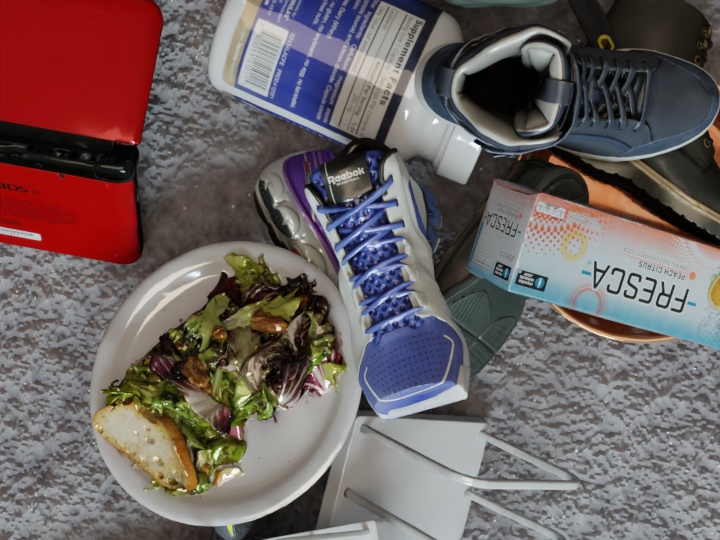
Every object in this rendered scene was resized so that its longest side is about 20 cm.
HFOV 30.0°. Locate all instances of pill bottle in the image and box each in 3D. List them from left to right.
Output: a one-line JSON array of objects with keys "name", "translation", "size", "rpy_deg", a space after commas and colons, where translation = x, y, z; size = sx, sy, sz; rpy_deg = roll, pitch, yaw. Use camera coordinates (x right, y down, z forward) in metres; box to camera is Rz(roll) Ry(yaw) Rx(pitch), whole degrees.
[{"name": "pill bottle", "translation": [0.003, -0.144, 0.945], "size": [0.198, 0.116, 0.117], "rpy_deg": [25, 96, 1]}]

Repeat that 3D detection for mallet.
[{"name": "mallet", "translation": [0.145, -0.229, 0.935], "size": [0.066, 0.041, 0.201], "rpy_deg": [-31, 69, 5]}]

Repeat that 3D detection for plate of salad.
[{"name": "plate of salad", "translation": [-0.096, 0.071, 0.912], "size": [0.198, 0.048, 0.202], "rpy_deg": [-5, 68, 14]}]

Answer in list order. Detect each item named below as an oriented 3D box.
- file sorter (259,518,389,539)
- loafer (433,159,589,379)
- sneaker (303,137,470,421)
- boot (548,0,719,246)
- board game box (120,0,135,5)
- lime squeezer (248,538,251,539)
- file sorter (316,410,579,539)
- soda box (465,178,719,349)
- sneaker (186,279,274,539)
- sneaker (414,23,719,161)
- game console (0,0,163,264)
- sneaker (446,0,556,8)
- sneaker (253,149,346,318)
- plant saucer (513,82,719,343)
[{"name": "file sorter", "translation": [-0.086, 0.247, 0.866], "size": [0.199, 0.124, 0.140], "rpy_deg": [-18, 74, 37]}, {"name": "loafer", "translation": [0.080, 0.007, 0.939], "size": [0.200, 0.063, 0.072], "rpy_deg": [-50, 127, -5]}, {"name": "sneaker", "translation": [0.007, -0.010, 0.862], "size": [0.080, 0.115, 0.201], "rpy_deg": [-20, 49, 15]}, {"name": "boot", "translation": [0.233, -0.106, 0.927], "size": [0.199, 0.077, 0.139], "rpy_deg": [31, 91, -1]}, {"name": "board game box", "translation": [-0.218, -0.248, 0.977], "size": [0.199, 0.039, 0.159], "rpy_deg": [-35, 91, 20]}, {"name": "lime squeezer", "translation": [-0.046, 0.118, 1.010], "size": [0.071, 0.038, 0.200], "rpy_deg": [42, 95, -1]}, {"name": "file sorter", "translation": [0.054, 0.215, 0.934], "size": [0.124, 0.138, 0.202], "rpy_deg": [19, 98, 46]}, {"name": "soda box", "translation": [0.175, -0.001, 0.903], "size": [0.198, 0.064, 0.069], "rpy_deg": [15, 96, -24]}, {"name": "sneaker", "translation": [-0.110, 0.102, 0.980], "size": [0.080, 0.074, 0.202], "rpy_deg": [-26, 63, 26]}, {"name": "sneaker", "translation": [0.140, -0.106, 0.824], "size": [0.200, 0.146, 0.078], "rpy_deg": [3, 96, -5]}, {"name": "game console", "translation": [-0.248, -0.112, 0.985], "size": [0.198, 0.173, 0.120], "rpy_deg": [10, 54, 3]}, {"name": "sneaker", "translation": [0.055, -0.216, 0.937], "size": [0.199, 0.082, 0.074], "rpy_deg": [25, 76, 41]}, {"name": "sneaker", "translation": [0.000, 0.000, 0.973], "size": [0.083, 0.081, 0.201], "rpy_deg": [-27, 87, -15]}, {"name": "plant saucer", "translation": [0.207, -0.049, 0.983], "size": [0.198, 0.032, 0.203], "rpy_deg": [0, 95, 4]}]
